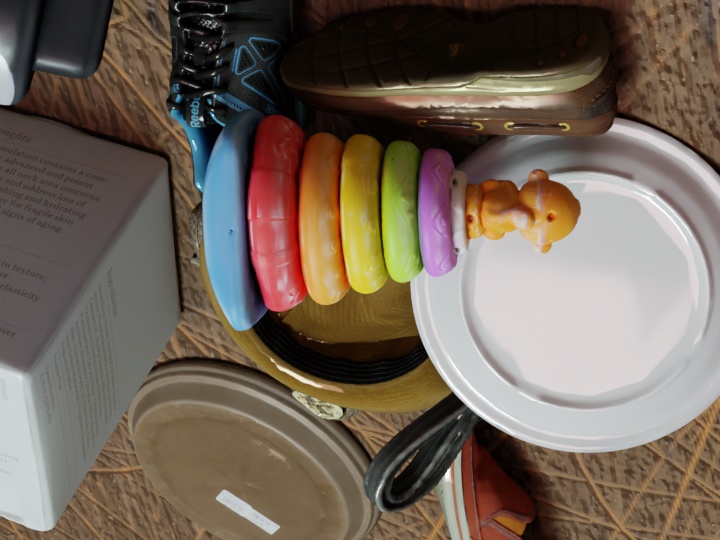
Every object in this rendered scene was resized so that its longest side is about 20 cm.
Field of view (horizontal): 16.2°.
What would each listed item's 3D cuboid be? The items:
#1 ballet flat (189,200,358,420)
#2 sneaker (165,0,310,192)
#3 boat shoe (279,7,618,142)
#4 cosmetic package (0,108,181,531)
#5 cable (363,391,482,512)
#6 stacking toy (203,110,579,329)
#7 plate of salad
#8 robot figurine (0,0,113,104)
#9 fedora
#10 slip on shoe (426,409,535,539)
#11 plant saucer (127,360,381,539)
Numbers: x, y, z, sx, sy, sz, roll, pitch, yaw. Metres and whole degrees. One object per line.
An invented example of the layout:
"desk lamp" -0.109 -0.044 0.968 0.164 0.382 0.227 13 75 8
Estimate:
"ballet flat" -0.058 0.033 1.649 0.067 0.046 0.200 0 134 35
"sneaker" -0.076 -0.127 1.445 0.073 0.082 0.200 12 139 25
"boat shoe" 0.048 -0.100 1.402 0.200 0.072 0.068 2 134 28
"cosmetic package" -0.233 0.025 1.628 0.167 0.200 0.166 18 141 16
"cable" 0.088 0.071 1.493 0.050 0.200 0.097 37 151 32
"stacking toy" 0.021 -0.032 1.391 0.200 0.110 0.116 -2 99 7
"plate of salad" 0.129 0.007 1.447 0.200 0.048 0.200 2 106 8
"robot figurine" -0.242 -0.168 1.456 0.200 0.125 0.150 12 148 -5
"fedora" 0.000 0.000 1.544 0.201 0.082 0.201 15 137 14
"slip on shoe" 0.084 0.154 1.691 0.061 0.074 0.200 -16 125 1
"plant saucer" -0.080 0.142 1.808 0.200 0.029 0.200 18 142 14
